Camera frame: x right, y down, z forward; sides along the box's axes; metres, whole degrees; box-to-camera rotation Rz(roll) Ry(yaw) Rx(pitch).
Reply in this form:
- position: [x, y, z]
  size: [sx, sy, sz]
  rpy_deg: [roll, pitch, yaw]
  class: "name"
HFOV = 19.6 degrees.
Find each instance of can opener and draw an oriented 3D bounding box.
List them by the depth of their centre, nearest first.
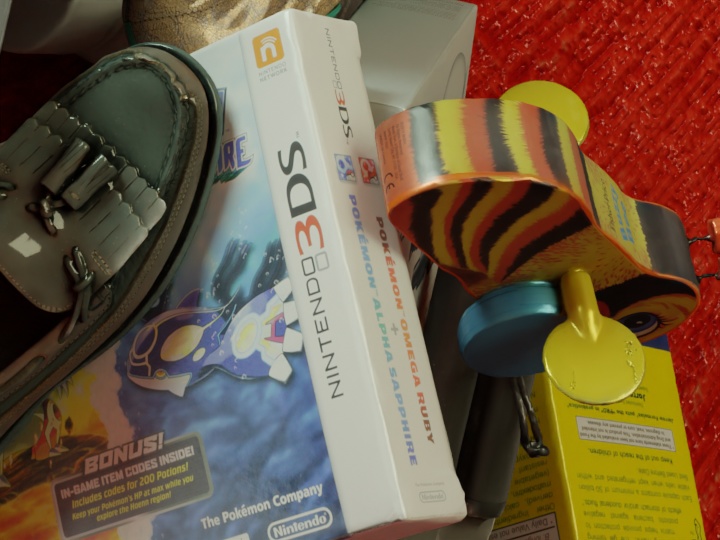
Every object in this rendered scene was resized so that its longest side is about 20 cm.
- position: [0.032, 0.081, 0.899]
  size: [0.053, 0.067, 0.200]
  rpy_deg: [7, 103, -23]
  class: "can opener"

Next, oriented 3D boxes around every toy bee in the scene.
- position: [0.083, -0.011, 0.767]
  size: [0.200, 0.108, 0.131]
  rpy_deg: [29, 44, -73]
  class: "toy bee"

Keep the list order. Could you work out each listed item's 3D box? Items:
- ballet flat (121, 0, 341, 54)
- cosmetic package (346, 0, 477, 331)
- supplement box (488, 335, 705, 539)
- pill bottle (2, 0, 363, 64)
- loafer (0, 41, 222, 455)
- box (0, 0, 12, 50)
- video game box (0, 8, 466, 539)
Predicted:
- position: [-0.018, -0.135, 0.836]
  size: [0.200, 0.068, 0.067]
  rpy_deg: [-43, 114, -33]
  class: "ballet flat"
- position: [0.000, 0.000, 0.859]
  size: [0.151, 0.052, 0.200]
  rpy_deg: [-55, 155, -63]
  class: "cosmetic package"
- position: [0.088, 0.128, 0.970]
  size: [0.109, 0.109, 0.200]
  rpy_deg: [11, 64, -46]
  class: "supplement box"
- position: [-0.072, -0.143, 0.907]
  size: [0.200, 0.113, 0.113]
  rpy_deg: [-6, 77, -47]
  class: "pill bottle"
- position: [-0.120, 0.009, 0.714]
  size: [0.072, 0.200, 0.063]
  rpy_deg: [40, 15, 10]
  class: "loafer"
- position: [-0.164, -0.087, 0.736]
  size: [0.050, 0.158, 0.200]
  rpy_deg: [19, 55, -20]
  class: "box"
- position: [-0.071, 0.025, 0.756]
  size: [0.047, 0.200, 0.183]
  rpy_deg: [9, 64, -55]
  class: "video game box"
